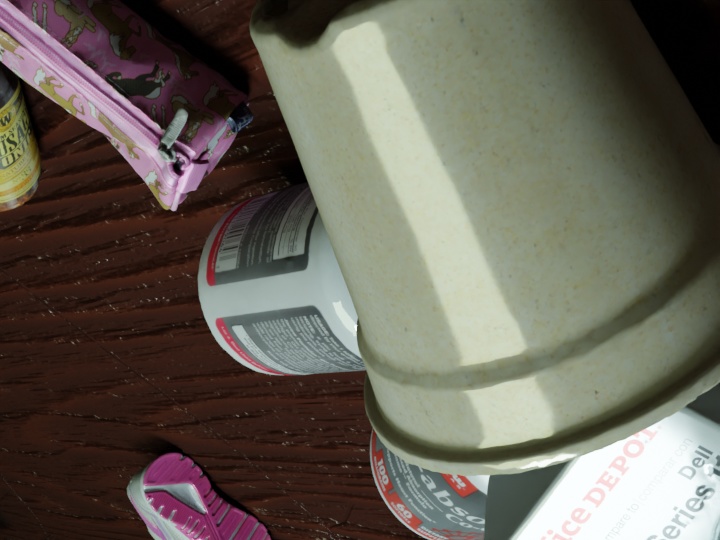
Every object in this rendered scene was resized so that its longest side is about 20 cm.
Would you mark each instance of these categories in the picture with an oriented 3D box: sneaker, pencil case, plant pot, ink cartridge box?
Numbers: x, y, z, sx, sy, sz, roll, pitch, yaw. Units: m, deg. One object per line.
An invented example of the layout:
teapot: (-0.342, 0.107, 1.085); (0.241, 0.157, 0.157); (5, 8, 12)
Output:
sneaker: (-0.169, 0.267, 1.527); (0.088, 0.081, 0.201); (-6, 125, 56)
pencil case: (-0.157, -0.124, 0.819); (0.200, 0.083, 0.086); (40, 155, -9)
plant pot: (0.053, -0.054, 0.593); (0.199, 0.200, 0.185); (2, 128, 49)
ink cartridge box: (0.176, 0.121, 0.698); (0.198, 0.083, 0.147); (27, 122, -5)

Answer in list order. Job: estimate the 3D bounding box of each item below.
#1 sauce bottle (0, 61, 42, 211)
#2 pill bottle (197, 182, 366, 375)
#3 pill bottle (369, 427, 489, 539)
sauce bottle: (-0.259, -0.114, 0.979); (0.066, 0.066, 0.201); (28, 156, 13)
pill bottle: (0.000, 0.000, 0.810); (0.111, 0.111, 0.199); (45, 153, -22)
pill bottle: (0.085, 0.090, 0.858); (0.115, 0.116, 0.200); (35, 155, -2)
